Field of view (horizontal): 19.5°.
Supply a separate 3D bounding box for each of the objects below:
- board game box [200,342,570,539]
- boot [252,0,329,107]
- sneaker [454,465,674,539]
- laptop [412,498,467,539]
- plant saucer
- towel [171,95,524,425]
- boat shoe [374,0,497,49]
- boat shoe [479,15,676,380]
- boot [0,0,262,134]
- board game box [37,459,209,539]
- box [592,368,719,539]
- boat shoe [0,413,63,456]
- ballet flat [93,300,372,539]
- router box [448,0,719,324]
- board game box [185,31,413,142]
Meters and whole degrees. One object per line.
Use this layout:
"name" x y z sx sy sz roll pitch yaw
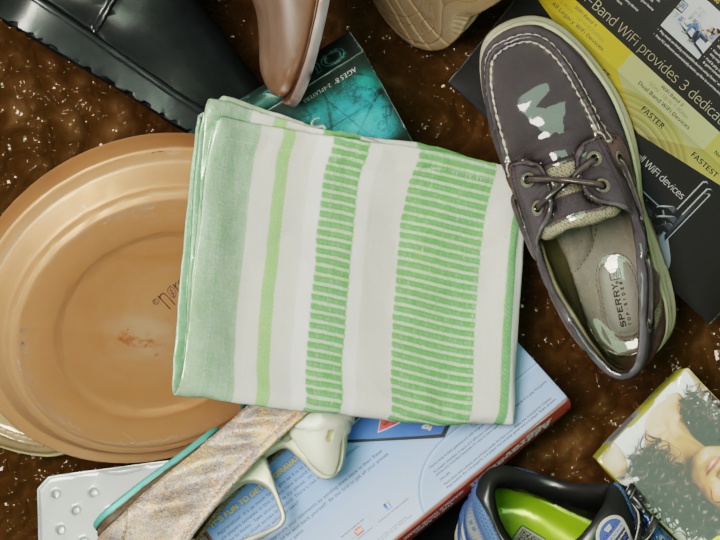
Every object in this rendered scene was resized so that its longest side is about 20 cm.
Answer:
"board game box" 0.006 0.098 1.141 0.200 0.019 0.103 -38 67 -10
"boot" -0.115 -0.180 1.049 0.198 0.064 0.188 2 87 -17
"sneaker" 0.137 0.164 1.088 0.199 0.089 0.079 24 62 17
"laptop" 0.043 0.250 1.165 0.176 0.103 0.201 -17 111 1
"plant saucer" -0.108 0.022 1.109 0.199 0.032 0.202 -11 126 -16
"towel" 0.000 0.000 1.088 0.199 0.023 0.154 10 79 -30
"boat shoe" 0.056 -0.168 1.100 0.065 0.200 0.072 -35 95 -16
"boat shoe" 0.116 -0.036 1.101 0.071 0.065 0.201 -17 106 14
"boot" -0.088 -0.165 1.130 0.198 0.073 0.163 31 90 -24
"board game box" -0.072 0.197 1.129 0.198 0.026 0.201 -7 63 2
"box" 0.222 0.149 1.145 0.200 0.050 0.075 44 89 4
"boat shoe" -0.238 0.041 1.161 0.199 0.065 0.072 30 88 3
"ballet flat" -0.050 0.099 1.110 0.200 0.068 0.067 -42 79 -4
"router box" 0.170 -0.096 1.126 0.200 0.052 0.157 43 122 4
"board game box" -0.059 -0.023 1.137 0.199 0.028 0.136 -32 128 0
